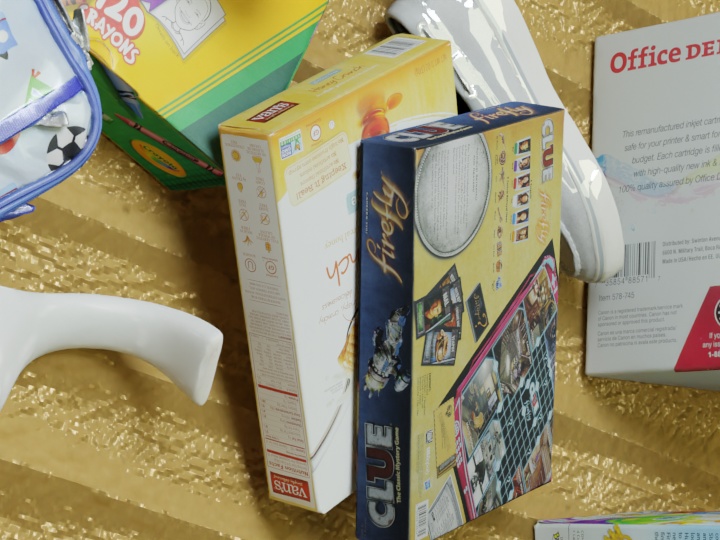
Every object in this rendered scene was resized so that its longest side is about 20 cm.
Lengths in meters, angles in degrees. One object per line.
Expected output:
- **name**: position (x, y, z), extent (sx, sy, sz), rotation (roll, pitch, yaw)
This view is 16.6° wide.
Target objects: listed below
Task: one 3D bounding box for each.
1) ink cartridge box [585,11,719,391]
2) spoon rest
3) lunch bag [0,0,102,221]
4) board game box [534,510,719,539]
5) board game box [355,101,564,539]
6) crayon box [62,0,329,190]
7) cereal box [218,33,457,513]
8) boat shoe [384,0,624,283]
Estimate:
- **ink cartridge box**: position (0.226, -0.036, 1.395), extent (0.144, 0.145, 0.201), rotation (8, 81, -41)
- **spoon rest**: position (-0.159, 0.043, 1.103), extent (0.199, 0.061, 0.100), rotation (-6, 123, -40)
- **lunch bag**: position (-0.208, -0.069, 1.028), extent (0.199, 0.075, 0.161), rotation (-32, 110, -17)
- **board game box**: position (0.200, 0.182, 1.316), extent (0.103, 0.199, 0.106), rotation (0, 87, -41)
- **board game box**: position (0.050, 0.025, 1.233), extent (0.135, 0.034, 0.201), rotation (-17, 113, -52)
- **crayon box**: position (-0.115, -0.143, 1.160), extent (0.200, 0.058, 0.119), rotation (40, 62, -32)
- **cereal box**: position (0.000, 0.000, 1.221), extent (0.144, 0.039, 0.201), rotation (-32, 123, -44)
- **boat shoe**: position (0.076, -0.070, 1.322), extent (0.068, 0.072, 0.201), rotation (-34, 117, -15)
